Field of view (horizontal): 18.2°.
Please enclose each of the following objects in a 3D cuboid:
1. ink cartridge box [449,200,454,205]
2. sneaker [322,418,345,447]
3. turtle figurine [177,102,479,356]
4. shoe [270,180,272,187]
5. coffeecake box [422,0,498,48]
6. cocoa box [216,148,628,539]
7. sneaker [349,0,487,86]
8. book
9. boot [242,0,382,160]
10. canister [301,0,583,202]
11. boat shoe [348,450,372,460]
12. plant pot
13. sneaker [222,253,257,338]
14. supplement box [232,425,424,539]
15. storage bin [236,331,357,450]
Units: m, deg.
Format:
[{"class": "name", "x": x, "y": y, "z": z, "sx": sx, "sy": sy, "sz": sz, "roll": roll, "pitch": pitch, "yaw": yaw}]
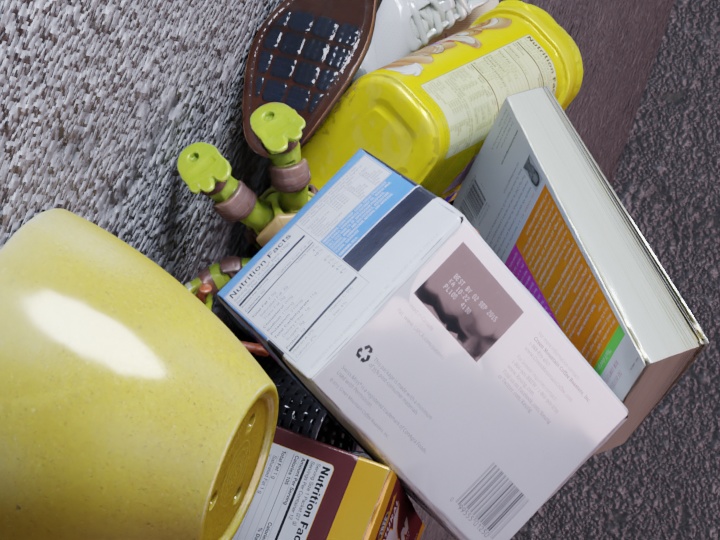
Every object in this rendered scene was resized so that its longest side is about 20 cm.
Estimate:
[{"class": "ink cartridge box", "x": 0.069, "y": 0.027, "z": 1.612, "sx": 0.200, "sy": 0.083, "sz": 0.145, "roll": -39, "pitch": 138, "yaw": -62}, {"class": "sneaker", "x": -0.007, "y": 0.101, "z": 1.779, "sx": 0.200, "sy": 0.070, "sz": 0.080, "roll": -33, "pitch": -131, "yaw": 32}, {"class": "turtle figurine", "x": -0.037, "y": -0.033, "z": 1.410, "sx": 0.161, "sy": 0.200, "sz": 0.064, "roll": 62, "pitch": 15, "yaw": -46}, {"class": "shoe", "x": -0.040, "y": -0.043, "z": 1.626, "sx": 0.070, "sy": 0.053, "sz": 0.200, "roll": -34, "pitch": 152, "yaw": -15}, {"class": "coffeecake box", "x": 0.062, "y": -0.131, "z": 1.744, "sx": 0.200, "sy": 0.073, "sz": 0.154, "roll": 95, "pitch": -5, "yaw": -48}, {"class": "cocoa box", "x": 0.038, "y": 0.050, "z": 1.357, "sx": 0.133, "sy": 0.131, "sz": 0.200, "roll": -46, "pitch": 126, "yaw": -5}, {"class": "sneaker", "x": 0.044, "y": -0.200, "z": 1.603, "sx": 0.070, "sy": 0.080, "sz": 0.200, "roll": 76, "pitch": 32, "yaw": -42}, {"class": "book", "x": 0.130, "y": 0.002, "z": 1.434, "sx": 0.048, "sy": 0.200, "sz": 0.134, "roll": -17, "pitch": 156, "yaw": -25}, {"class": "boot", "x": -0.018, "y": -0.151, "z": 1.471, "sx": 0.097, "sy": 0.075, "sz": 0.200, "roll": 62, "pitch": 47, "yaw": -70}, {"class": "canister", "x": 0.048, "y": -0.095, "z": 1.518, "sx": 0.149, "sy": 0.087, "sz": 0.200, "roll": -49, "pitch": 169, "yaw": 35}, {"class": "boat shoe", "x": -0.004, "y": 0.159, "z": 1.620, "sx": 0.200, "sy": 0.075, "sz": 0.093, "roll": 105, "pitch": 3, "yaw": -57}, {"class": "plant pot", "x": -0.128, "y": 0.084, "z": 1.188, "sx": 0.200, "sy": 0.142, "sz": 0.200, "roll": 20, "pitch": 90, "yaw": -78}, {"class": "sneaker", "x": 0.000, "y": 0.001, "z": 1.609, "sx": 0.201, "sy": 0.067, "sz": 0.108, "roll": 4, "pitch": 131, "yaw": -51}, {"class": "supplement box", "x": -0.084, "y": 0.165, "z": 1.369, "sx": 0.197, "sy": 0.200, "sz": 0.133, "roll": 66, "pitch": 45, "yaw": -73}, {"class": "storage bin", "x": -0.065, "y": 0.143, "z": 1.685, "sx": 0.135, "sy": 0.094, "sz": 0.200, "roll": -54, "pitch": 160, "yaw": -55}]
